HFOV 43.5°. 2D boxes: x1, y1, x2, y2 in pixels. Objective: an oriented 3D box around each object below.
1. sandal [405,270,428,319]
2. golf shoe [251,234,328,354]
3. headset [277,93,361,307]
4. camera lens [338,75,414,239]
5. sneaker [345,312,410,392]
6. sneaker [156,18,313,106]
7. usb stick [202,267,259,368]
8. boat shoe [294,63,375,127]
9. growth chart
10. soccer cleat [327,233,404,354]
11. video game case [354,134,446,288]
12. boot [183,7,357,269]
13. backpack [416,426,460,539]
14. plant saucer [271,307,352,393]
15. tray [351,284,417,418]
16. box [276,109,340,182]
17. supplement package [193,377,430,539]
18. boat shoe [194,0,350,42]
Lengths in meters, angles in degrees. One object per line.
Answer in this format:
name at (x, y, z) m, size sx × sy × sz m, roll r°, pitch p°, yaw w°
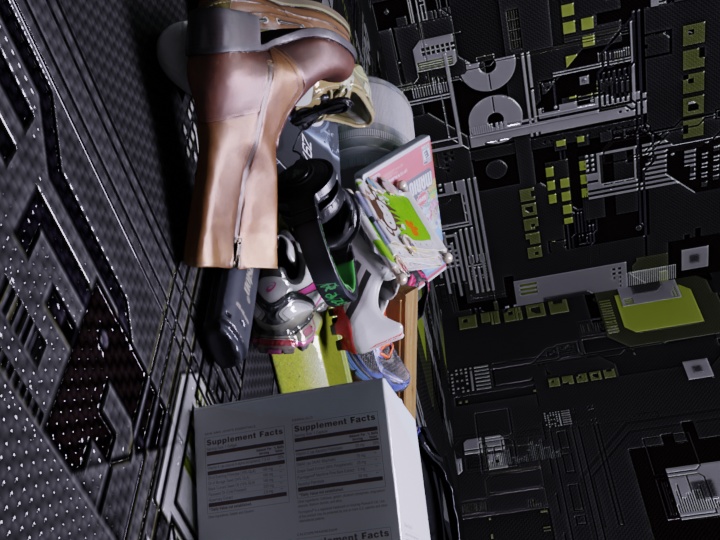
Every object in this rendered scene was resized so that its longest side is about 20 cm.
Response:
sandal at (0.065, 0.045, 1.197) m, size 0.075 × 0.045 × 0.203 m, roll -16°, pitch 113°, yaw -45°
golf shoe at (-0.064, 0.003, 0.904) m, size 0.200 × 0.071 × 0.093 m, roll -80°, pitch 170°, yaw -69°
headset at (-0.029, -0.068, 0.852) m, size 0.124 × 0.093 × 0.202 m, roll 50°, pitch 24°, yaw -66°
camera lens at (0.003, -0.168, 1.303) m, size 0.161 × 0.158 × 0.202 m, roll 71°, pitch 12°, yaw -48°
sneaker at (0.004, 0.061, 1.115) m, size 0.201 × 0.078 × 0.075 m, roll 56°, pitch 26°, yaw -2°
sneaker at (-0.120, -0.175, 0.800) m, size 0.199 × 0.080 × 0.078 m, roll -2°, pitch 96°, yaw -62°
usb stick at (-0.107, 0.000, 0.789) m, size 0.201 × 0.032 × 0.056 m, roll -89°, pitch 167°, yaw -51°
boat shoe at (-0.028, -0.186, 0.980) m, size 0.064 × 0.073 × 0.201 m, roll 64°, pitch 15°, yaw -1°
growth chart at (0.044, -0.054, 1.069) m, size 0.146 × 0.018 × 0.200 m, roll 56°, pitch 24°, yaw 8°
soccer cleat at (0.000, 0.000, 1.018) m, size 0.069 × 0.084 × 0.202 m, roll 76°, pitch 4°, yaw -57°
video game case at (0.057, -0.062, 1.205) m, size 0.142 × 0.017 × 0.202 m, roll -34°, pitch 126°, yaw -39°
boot at (-0.069, -0.101, 0.751) m, size 0.188 × 0.068 × 0.203 m, roll -8°, pitch 100°, yaw -59°
backpack at (0.045, 0.290, 1.098) m, size 0.200 × 0.152 × 0.194 m, roll 23°, pitch 65°, yaw -87°
plant saucer at (-0.047, 0.115, 1.020) m, size 0.200 × 0.047 × 0.202 m, roll -71°, pitch 150°, yaw -73°
tray at (0.023, 0.114, 1.184) m, size 0.037 × 0.098 × 0.203 m, roll -27°, pitch 122°, yaw -53°
box at (-0.080, -0.157, 0.982) m, size 0.160 × 0.043 × 0.202 m, roll 45°, pitch 32°, yaw -46°
supplement package at (-0.028, 0.207, 0.681) m, size 0.152 × 0.148 × 0.203 m, roll 59°, pitch 23°, yaw -66°
boat shoe at (-0.084, -0.234, 0.908) m, size 0.198 × 0.072 × 0.069 m, roll 3°, pitch 67°, yaw -46°
